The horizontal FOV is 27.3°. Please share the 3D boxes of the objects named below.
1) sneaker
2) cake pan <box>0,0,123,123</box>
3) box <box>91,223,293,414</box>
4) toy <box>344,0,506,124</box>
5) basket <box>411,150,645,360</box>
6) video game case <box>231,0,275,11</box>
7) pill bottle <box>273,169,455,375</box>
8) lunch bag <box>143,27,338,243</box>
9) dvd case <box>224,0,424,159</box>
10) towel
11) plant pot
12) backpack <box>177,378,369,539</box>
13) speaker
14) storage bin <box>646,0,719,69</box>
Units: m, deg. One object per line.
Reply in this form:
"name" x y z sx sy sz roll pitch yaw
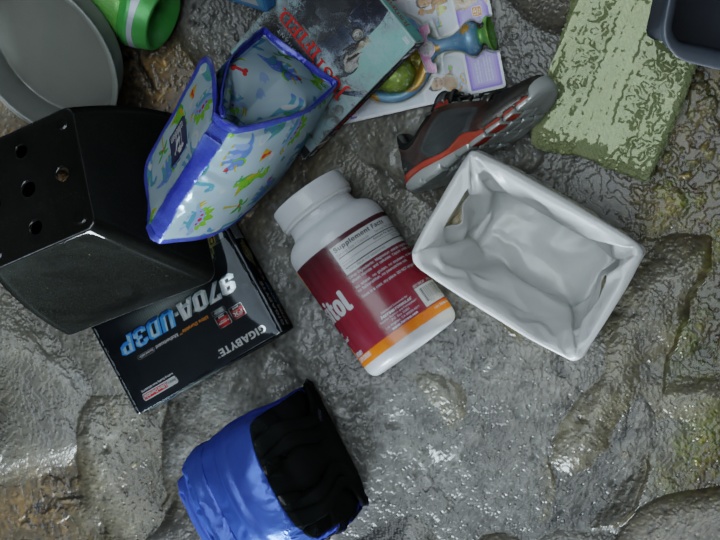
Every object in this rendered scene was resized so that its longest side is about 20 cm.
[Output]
"sneaker" 0.108 -0.156 1.510 0.200 0.077 0.082 -32 74 32
"cake pan" -0.339 -0.239 1.615 0.200 0.037 0.201 18 133 20
"box" -0.197 0.043 1.643 0.200 0.046 0.159 -29 86 16
"toy" 0.043 -0.227 1.552 0.199 0.047 0.116 -11 91 16
"basket" 0.173 -0.019 1.495 0.200 0.123 0.136 32 102 10
"video game case" -0.182 -0.354 1.545 0.200 0.018 0.143 22 143 29
"pill bottle" 0.000 0.000 1.551 0.113 0.113 0.200 -37 84 15
"lunch bag" -0.136 -0.129 1.505 0.127 0.200 0.170 34 125 -1
"dvd case" -0.042 -0.231 1.552 0.146 0.022 0.200 52 128 5
"towel" 0.263 -0.201 1.499 0.148 0.036 0.201 19 99 12
"plant pot" -0.300 -0.066 1.565 0.199 0.177 0.200 -21 72 20
"backpack" -0.101 0.234 1.554 0.168 0.200 0.163 -34 86 16
"speaker" -0.299 -0.310 1.618 0.200 0.088 0.089 25 101 14
"storage bin" 0.367 -0.254 1.391 0.199 0.134 0.146 9 98 -8
